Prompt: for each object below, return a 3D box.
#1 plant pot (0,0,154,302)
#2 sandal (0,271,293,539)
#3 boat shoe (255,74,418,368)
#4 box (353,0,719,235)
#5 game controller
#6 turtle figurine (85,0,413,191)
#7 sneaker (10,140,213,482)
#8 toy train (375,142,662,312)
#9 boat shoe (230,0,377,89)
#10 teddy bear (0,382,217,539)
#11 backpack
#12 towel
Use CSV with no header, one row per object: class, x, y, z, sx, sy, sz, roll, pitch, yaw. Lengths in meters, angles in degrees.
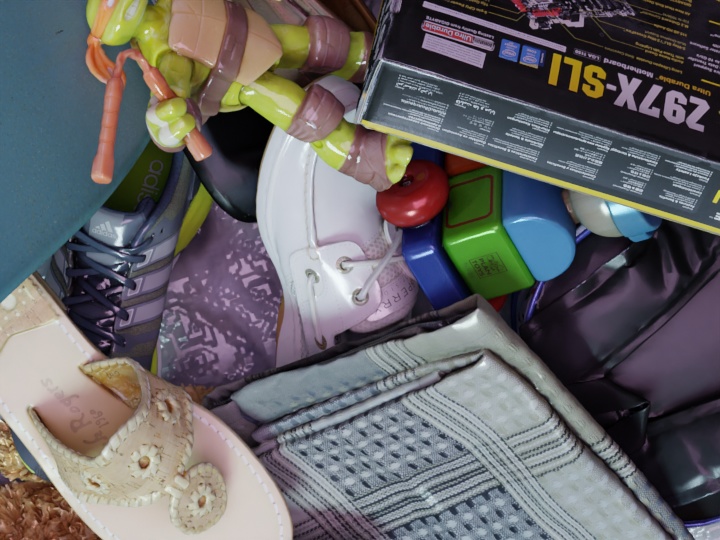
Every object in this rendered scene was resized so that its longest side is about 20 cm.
plant pot,-0.182,-0.072,1.188,0.200,0.141,0.142,-41,112,-42
sandal,-0.119,0.069,1.231,0.212,0.070,0.078,44,91,-2
boat shoe,0.000,0.000,1.286,0.071,0.069,0.201,-33,139,-28
box,0.108,-0.104,1.191,0.199,0.049,0.160,16,52,-5
game controller,-0.083,-0.116,1.302,0.042,0.104,0.201,-31,87,34
turtle figurine,-0.055,-0.085,1.179,0.160,0.201,0.065,19,133,-17
sneaker,-0.122,0.002,1.299,0.073,0.081,0.201,11,73,8
toy train,0.078,-0.074,1.270,0.115,0.201,0.085,-16,132,19
boat shoe,-0.050,-0.167,1.284,0.067,0.072,0.201,-31,86,35
teddy bear,-0.136,0.132,1.337,0.199,0.067,0.146,-5,95,-2
backpack,0.166,0.022,1.302,0.190,0.154,0.201,-31,92,-6
towel,0.040,0.108,1.277,0.200,0.192,0.035,48,46,-22
